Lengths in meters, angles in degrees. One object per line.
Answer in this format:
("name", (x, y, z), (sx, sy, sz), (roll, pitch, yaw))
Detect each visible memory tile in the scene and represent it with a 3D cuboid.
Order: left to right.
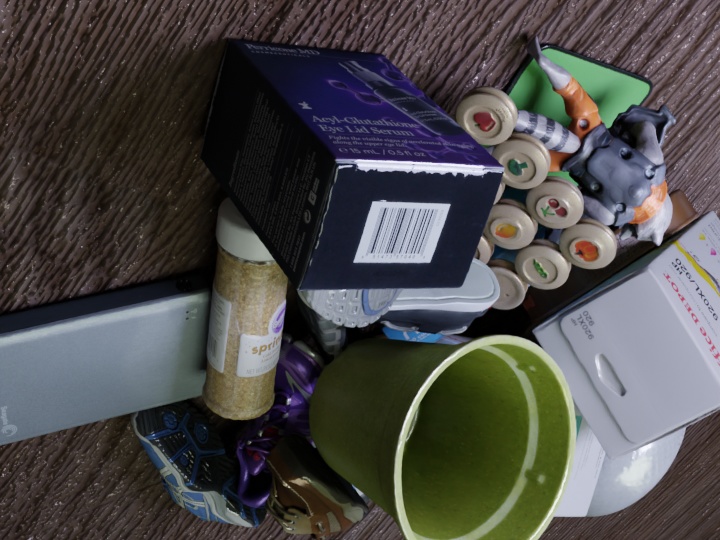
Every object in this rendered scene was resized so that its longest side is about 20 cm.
("memory tile", (0.113, -0.056, 1.112), (0.152, 0.017, 0.200), (-24, 118, 39))

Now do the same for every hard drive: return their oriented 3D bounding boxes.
("hard drive", (-0.231, 0.078, 1.141), (0.198, 0.033, 0.141), (-12, 138, -21))

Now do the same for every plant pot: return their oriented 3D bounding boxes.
("plant pot", (0.054, 0.140, 1.134), (0.198, 0.183, 0.203), (-7, 103, -35))

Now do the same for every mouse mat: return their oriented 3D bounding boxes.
("mouse mat", (0.166, -0.114, 1.204), (0.160, 0.008, 0.201), (10, 126, -38))

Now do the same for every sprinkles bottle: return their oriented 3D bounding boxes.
("sprinkles bottle", (-0.097, 0.033, 1.116), (0.067, 0.068, 0.202), (-8, 128, -25))

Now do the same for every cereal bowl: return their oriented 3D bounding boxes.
("cereal bowl", (0.253, 0.159, 1.412), (0.200, 0.201, 0.083), (-43, 122, 17))

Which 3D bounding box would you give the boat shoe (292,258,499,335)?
("boat shoe", (0.024, 0.021, 1.110), (0.198, 0.076, 0.061), (10, 137, -24))

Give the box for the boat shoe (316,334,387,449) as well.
("boat shoe", (-0.034, 0.142, 1.306), (0.062, 0.075, 0.201), (18, 116, -37))

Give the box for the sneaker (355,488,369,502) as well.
("sneaker", (0.010, 0.187, 1.375), (0.199, 0.076, 0.078), (-31, 136, -15))

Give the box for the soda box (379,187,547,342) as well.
("soda box", (0.103, -0.003, 1.231), (0.199, 0.065, 0.068), (-31, 141, 4))

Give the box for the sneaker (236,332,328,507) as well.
("sneaker", (-0.076, 0.151, 1.230), (0.083, 0.080, 0.202), (-36, 146, -47))

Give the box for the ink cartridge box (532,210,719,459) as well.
("ink cartridge box", (0.294, 0.060, 1.254), (0.144, 0.148, 0.199), (-35, 176, 37))

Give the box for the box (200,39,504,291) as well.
("box", (-0.013, -0.081, 0.967), (0.146, 0.200, 0.105), (-1, 123, -33))

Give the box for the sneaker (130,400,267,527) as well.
("sneaker", (-0.170, 0.195, 1.271), (0.076, 0.076, 0.201), (-12, 133, 28))

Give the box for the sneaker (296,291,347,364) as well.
("sneaker", (0.000, 0.000, 1.171), (0.114, 0.075, 0.201), (-23, 140, -13))

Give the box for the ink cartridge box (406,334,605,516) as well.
("ink cartridge box", (0.140, 0.154, 1.301), (0.199, 0.146, 0.148), (13, 94, -50))

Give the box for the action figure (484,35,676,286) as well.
("action figure", (0.183, -0.075, 1.124), (0.192, 0.105, 0.201), (31, 101, -7))

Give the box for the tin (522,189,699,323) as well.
("tin", (0.245, -0.016, 1.286), (0.199, 0.042, 0.112), (-33, 180, -9))

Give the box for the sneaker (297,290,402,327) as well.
("sneaker", (0.009, -0.017, 1.052), (0.199, 0.087, 0.075), (-25, 143, -50))

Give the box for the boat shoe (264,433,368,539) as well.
("boat shoe", (-0.050, 0.216, 1.221), (0.074, 0.076, 0.200), (-39, 152, -2))
